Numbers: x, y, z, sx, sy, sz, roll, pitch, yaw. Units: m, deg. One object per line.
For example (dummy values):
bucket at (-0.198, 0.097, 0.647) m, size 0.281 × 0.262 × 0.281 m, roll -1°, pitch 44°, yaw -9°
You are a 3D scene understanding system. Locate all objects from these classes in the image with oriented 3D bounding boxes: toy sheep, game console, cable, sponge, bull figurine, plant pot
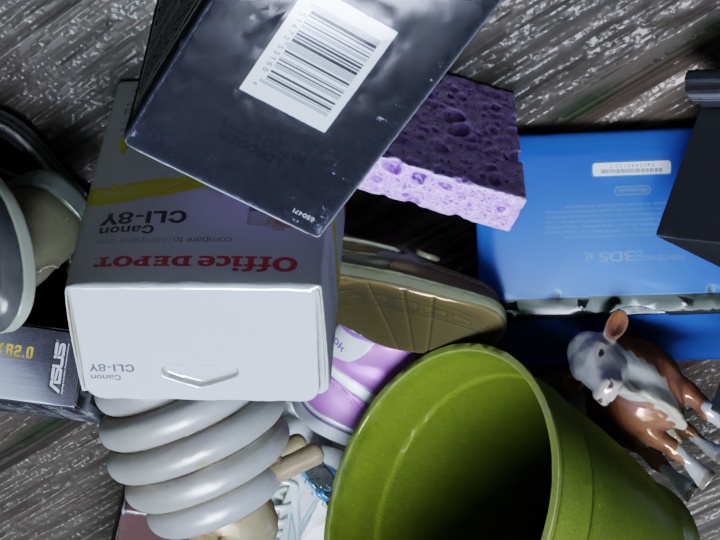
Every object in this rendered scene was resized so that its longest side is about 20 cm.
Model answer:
toy sheep at (-0.107, 0.097, 1.022) m, size 0.137 × 0.138 × 0.202 m, roll -21°, pitch 97°, yaw 20°
game console at (0.175, -0.011, 1.041) m, size 0.197 × 0.118 × 0.173 m, roll -2°, pitch 99°, yaw 4°
cable at (-0.181, -0.024, 1.022) m, size 0.096 × 0.051 × 0.201 m, roll -13°, pitch 131°, yaw 29°
sponge at (-0.001, -0.092, 0.920) m, size 0.198 × 0.112 × 0.030 m, roll 17°, pitch 129°, yaw -11°
bull figurine at (0.190, 0.090, 1.033) m, size 0.121 × 0.200 × 0.065 m, roll 41°, pitch 89°, yaw 13°
plant pot at (0.113, 0.173, 0.997) m, size 0.192 × 0.202 × 0.200 m, roll 25°, pitch 129°, yaw -36°

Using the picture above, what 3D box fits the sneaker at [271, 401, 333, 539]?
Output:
sneaker at (-0.066, 0.178, 1.111) m, size 0.070 × 0.080 × 0.203 m, roll 16°, pitch 102°, yaw -1°

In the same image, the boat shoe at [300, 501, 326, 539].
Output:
boat shoe at (-0.003, 0.184, 1.187) m, size 0.198 × 0.066 × 0.073 m, roll 13°, pitch 106°, yaw -5°

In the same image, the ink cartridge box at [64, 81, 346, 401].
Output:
ink cartridge box at (-0.083, -0.024, 0.922) m, size 0.143 × 0.201 × 0.084 m, roll 0°, pitch 131°, yaw 3°

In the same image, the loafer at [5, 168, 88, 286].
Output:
loafer at (-0.251, -0.006, 1.006) m, size 0.199 × 0.070 × 0.075 m, roll -24°, pitch 114°, yaw 44°

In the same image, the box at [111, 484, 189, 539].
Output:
box at (-0.148, 0.195, 1.165) m, size 0.074 × 0.101 × 0.201 m, roll 11°, pitch 138°, yaw -6°

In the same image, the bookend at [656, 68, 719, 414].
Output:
bookend at (0.259, 0.011, 0.924) m, size 0.198 × 0.092 × 0.201 m, roll 24°, pitch 85°, yaw -25°

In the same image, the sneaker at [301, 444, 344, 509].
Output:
sneaker at (0.047, 0.155, 1.117) m, size 0.199 × 0.088 × 0.075 m, roll 30°, pitch 164°, yaw -27°

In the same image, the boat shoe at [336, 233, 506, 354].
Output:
boat shoe at (0.000, 0.001, 0.999) m, size 0.198 × 0.064 × 0.074 m, roll 9°, pitch 145°, yaw 17°

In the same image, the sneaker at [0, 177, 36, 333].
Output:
sneaker at (-0.272, -0.045, 0.908) m, size 0.075 × 0.106 × 0.201 m, roll -40°, pitch 74°, yaw 33°

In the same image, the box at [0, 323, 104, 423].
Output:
box at (-0.250, 0.063, 1.032) m, size 0.156 × 0.049 × 0.200 m, roll 8°, pitch 171°, yaw -3°

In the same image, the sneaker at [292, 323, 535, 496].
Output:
sneaker at (0.064, 0.083, 1.066) m, size 0.198 × 0.073 × 0.115 m, roll 17°, pitch 124°, yaw -19°

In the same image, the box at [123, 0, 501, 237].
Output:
box at (-0.015, -0.166, 0.799) m, size 0.122 × 0.200 × 0.200 m, roll 25°, pitch 128°, yaw -21°
